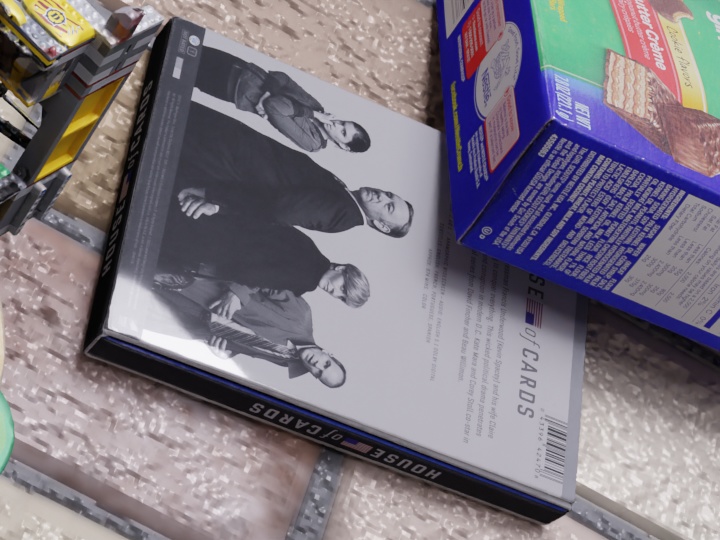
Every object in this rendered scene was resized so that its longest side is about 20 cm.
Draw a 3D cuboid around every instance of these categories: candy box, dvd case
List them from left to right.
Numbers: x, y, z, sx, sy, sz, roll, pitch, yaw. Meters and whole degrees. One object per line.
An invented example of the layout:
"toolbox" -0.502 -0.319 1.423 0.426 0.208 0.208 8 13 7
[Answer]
"dvd case" 0.000 0.000 0.877 0.200 0.025 0.151 23 54 -20
"candy box" 0.137 -0.054 0.933 0.200 0.077 0.169 22 38 -21

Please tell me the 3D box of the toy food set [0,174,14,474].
"toy food set" -0.205 0.006 0.737 0.198 0.049 0.200 -2 64 -32

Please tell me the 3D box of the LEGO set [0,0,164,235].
"LEGO set" -0.162 -0.084 0.709 0.200 0.116 0.154 49 39 14
